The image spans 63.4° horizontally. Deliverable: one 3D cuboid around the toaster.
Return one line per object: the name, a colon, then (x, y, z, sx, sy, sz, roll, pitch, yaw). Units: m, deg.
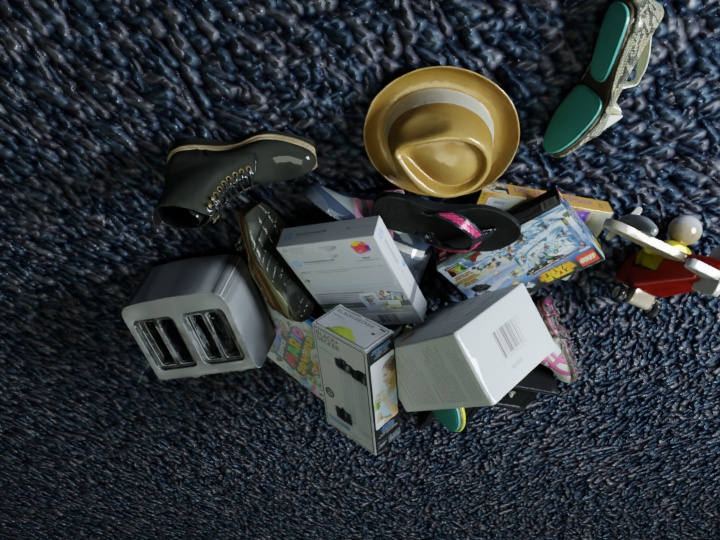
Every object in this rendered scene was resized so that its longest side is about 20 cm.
toaster: (-0.248, 0.070, 0.917, 0.180, 0.119, 0.201, -9, 122, 12)

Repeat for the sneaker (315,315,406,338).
sneaker: (-0.011, 0.095, 0.966, 0.199, 0.074, 0.085, -24, 101, 33)

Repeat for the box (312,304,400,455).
box: (-0.004, 0.164, 0.879, 0.116, 0.060, 0.201, 25, 131, 39)

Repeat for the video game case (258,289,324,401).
video game case: (-0.107, 0.126, 0.993, 0.200, 0.018, 0.143, 37, 133, 8)

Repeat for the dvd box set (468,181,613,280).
dvd box set: (0.246, -0.055, 0.865, 0.198, 0.030, 0.147, 8, 135, -8)

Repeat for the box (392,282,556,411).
box: (0.145, 0.115, 0.839, 0.107, 0.152, 0.200, 61, 148, -2)

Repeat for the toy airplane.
toy airplane: (0.455, -0.018, 0.824, 0.198, 0.142, 0.200, 11, 161, 36)

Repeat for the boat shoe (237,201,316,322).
boat shoe: (-0.139, -0.006, 0.881, 0.074, 0.076, 0.201, 3, 124, 39)

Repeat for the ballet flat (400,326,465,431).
ballet flat: (0.128, 0.174, 0.983, 0.067, 0.200, 0.067, -10, 144, -41)

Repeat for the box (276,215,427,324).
box: (-0.008, 0.010, 0.850, 0.155, 0.041, 0.200, -5, 141, 27)

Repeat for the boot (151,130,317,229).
boot: (-0.156, -0.106, 0.743, 0.198, 0.139, 0.078, -5, 136, 5)

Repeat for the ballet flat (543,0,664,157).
ballet flat: (0.290, -0.217, 0.684, 0.075, 0.068, 0.201, -2, 135, -20)

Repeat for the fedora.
fedora: (0.100, -0.151, 0.725, 0.199, 0.082, 0.201, 3, 132, 3)

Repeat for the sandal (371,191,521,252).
sandal: (0.112, -0.054, 0.768, 0.199, 0.045, 0.075, 10, 133, -3)

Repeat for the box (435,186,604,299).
box: (0.229, -0.022, 0.847, 0.199, 0.040, 0.137, -29, 129, 29)

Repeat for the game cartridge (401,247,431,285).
game cartridge: (0.000, 0.000, 0.923, 0.198, 0.041, 0.134, 8, 139, -7)

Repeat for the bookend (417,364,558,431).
bookend: (0.230, 0.231, 1.111, 0.197, 0.093, 0.201, 12, 135, -11)

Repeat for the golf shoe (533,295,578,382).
golf shoe: (0.322, 0.127, 1.025, 0.092, 0.073, 0.200, -19, 123, 27)

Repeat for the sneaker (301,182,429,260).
sneaker: (0.017, -0.091, 0.823, 0.199, 0.070, 0.082, 25, 101, -16)
